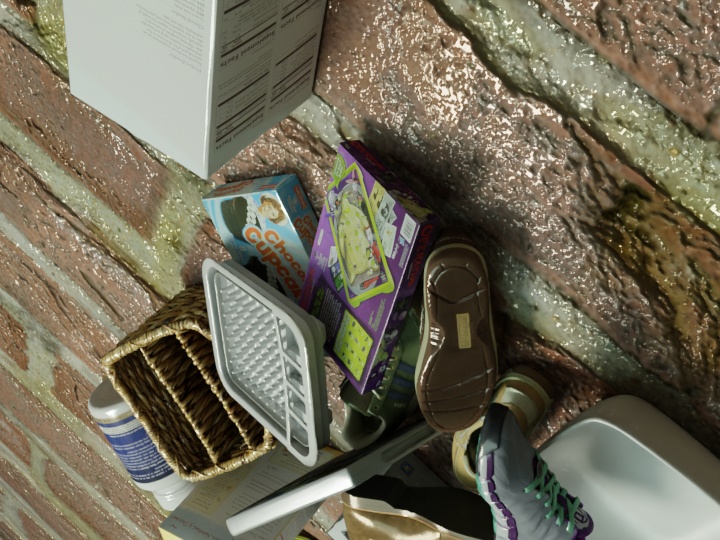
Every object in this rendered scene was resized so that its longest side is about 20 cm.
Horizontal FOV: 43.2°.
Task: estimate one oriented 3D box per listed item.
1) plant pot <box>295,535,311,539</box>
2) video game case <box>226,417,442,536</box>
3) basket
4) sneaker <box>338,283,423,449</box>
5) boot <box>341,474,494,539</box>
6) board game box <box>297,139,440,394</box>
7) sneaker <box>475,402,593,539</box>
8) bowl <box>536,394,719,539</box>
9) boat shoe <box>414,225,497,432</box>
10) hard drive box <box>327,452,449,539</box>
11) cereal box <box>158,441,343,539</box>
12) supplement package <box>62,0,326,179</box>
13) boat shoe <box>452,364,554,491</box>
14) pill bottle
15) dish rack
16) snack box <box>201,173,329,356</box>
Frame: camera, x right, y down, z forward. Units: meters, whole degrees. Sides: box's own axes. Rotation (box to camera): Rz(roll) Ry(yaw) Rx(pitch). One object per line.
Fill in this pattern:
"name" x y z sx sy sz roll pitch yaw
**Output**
"plant pot" -0.109 0.518 1.334 0.199 0.201 0.194 29 151 19
"video game case" -0.016 0.206 0.934 0.199 0.181 0.022 -32 81 40
"basket" -0.174 0.135 1.067 0.142 0.149 0.201 -7 118 45
"sneaker" 0.021 0.105 0.902 0.067 0.090 0.202 36 142 27
"boot" 0.073 0.270 0.942 0.198 0.073 0.076 7 106 27
"board game box" 0.000 0.000 0.818 0.120 0.032 0.201 44 135 30
"sneaker" 0.153 0.184 0.769 0.087 0.075 0.201 4 138 23
"bowl" 0.247 0.202 0.800 0.199 0.075 0.201 40 141 8
"boat shoe" 0.087 0.052 0.820 0.074 0.075 0.204 2 125 0
"hard drive box" 0.078 0.325 1.063 0.200 0.077 0.156 40 142 6
"cereal box" -0.128 0.279 1.109 0.143 0.200 0.040 16 134 32
"supplement package" -0.125 -0.215 0.706 0.151 0.151 0.201 32 140 15
"boat shoe" 0.121 0.170 0.883 0.071 0.076 0.201 30 142 14
"pill bottle" -0.295 0.242 1.302 0.110 0.111 0.202 0 123 42
"dish rack" -0.090 0.083 0.920 0.199 0.043 0.173 30 133 45
"snack box" -0.075 0.000 0.944 0.115 0.037 0.202 -3 121 42
